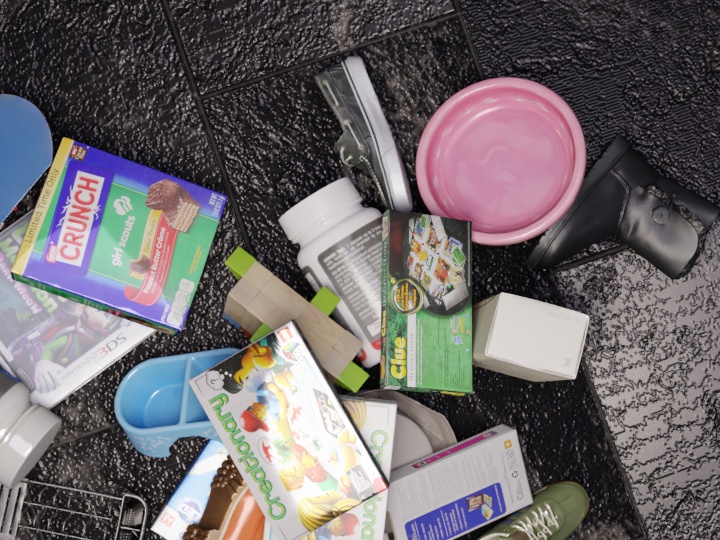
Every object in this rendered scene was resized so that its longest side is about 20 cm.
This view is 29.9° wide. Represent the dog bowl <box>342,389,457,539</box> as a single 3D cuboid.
[{"bbox_3d":[0.012,0.226,1.524,0.200,0.059,0.200,-3,97,-24],"label":"dog bowl"}]

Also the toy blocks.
[{"bbox_3d":[-0.081,0.072,1.525,0.200,0.137,0.100,38,71,2],"label":"toy blocks"}]

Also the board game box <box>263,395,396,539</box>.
[{"bbox_3d":[-0.034,0.233,1.431,0.126,0.035,0.200,5,90,2],"label":"board game box"}]

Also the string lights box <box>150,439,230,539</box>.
[{"bbox_3d":[-0.141,0.236,1.541,0.103,0.059,0.200,34,84,-4],"label":"string lights box"}]

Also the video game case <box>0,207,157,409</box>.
[{"bbox_3d":[-0.357,0.035,1.561,0.182,0.023,0.200,-37,89,-6],"label":"video game case"}]

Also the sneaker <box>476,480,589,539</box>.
[{"bbox_3d":[0.184,0.312,1.543,0.200,0.090,0.067,-32,88,-6],"label":"sneaker"}]

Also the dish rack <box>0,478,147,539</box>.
[{"bbox_3d":[-0.349,0.312,1.523,0.200,0.055,0.154,11,84,-3],"label":"dish rack"}]

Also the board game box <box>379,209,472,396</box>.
[{"bbox_3d":[0.073,0.035,1.487,0.105,0.023,0.200,9,71,-21],"label":"board game box"}]

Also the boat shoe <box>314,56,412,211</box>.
[{"bbox_3d":[0.003,-0.152,1.587,0.071,0.072,0.200,-22,77,3],"label":"boat shoe"}]

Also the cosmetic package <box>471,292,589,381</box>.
[{"bbox_3d":[0.178,0.078,1.507,0.103,0.200,0.073,15,83,-4],"label":"cosmetic package"}]

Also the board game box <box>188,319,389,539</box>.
[{"bbox_3d":[-0.074,0.168,1.391,0.126,0.035,0.200,-31,88,4],"label":"board game box"}]

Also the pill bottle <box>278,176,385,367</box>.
[{"bbox_3d":[0.000,0.000,1.544,0.114,0.114,0.200,-32,88,-6],"label":"pill bottle"}]

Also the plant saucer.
[{"bbox_3d":[0.166,-0.123,1.571,0.200,0.051,0.201,-5,76,18],"label":"plant saucer"}]

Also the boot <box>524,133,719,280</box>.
[{"bbox_3d":[0.314,-0.041,1.588,0.168,0.076,0.200,39,78,4],"label":"boot"}]

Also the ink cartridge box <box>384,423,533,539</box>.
[{"bbox_3d":[0.096,0.253,1.514,0.200,0.037,0.095,-21,106,-23],"label":"ink cartridge box"}]

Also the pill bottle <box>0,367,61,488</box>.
[{"bbox_3d":[-0.441,0.148,1.497,0.200,0.114,0.114,34,84,1],"label":"pill bottle"}]

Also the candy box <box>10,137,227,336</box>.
[{"bbox_3d":[-0.273,-0.037,1.527,0.200,0.077,0.169,19,76,-8],"label":"candy box"}]

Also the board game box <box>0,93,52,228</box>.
[{"bbox_3d":[-0.428,-0.105,1.546,0.158,0.039,0.200,39,89,31],"label":"board game box"}]

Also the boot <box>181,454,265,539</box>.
[{"bbox_3d":[-0.117,0.269,1.486,0.107,0.075,0.200,34,77,-24],"label":"boot"}]

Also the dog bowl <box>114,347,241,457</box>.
[{"bbox_3d":[-0.186,0.143,1.505,0.200,0.050,0.112,-9,58,20],"label":"dog bowl"}]
